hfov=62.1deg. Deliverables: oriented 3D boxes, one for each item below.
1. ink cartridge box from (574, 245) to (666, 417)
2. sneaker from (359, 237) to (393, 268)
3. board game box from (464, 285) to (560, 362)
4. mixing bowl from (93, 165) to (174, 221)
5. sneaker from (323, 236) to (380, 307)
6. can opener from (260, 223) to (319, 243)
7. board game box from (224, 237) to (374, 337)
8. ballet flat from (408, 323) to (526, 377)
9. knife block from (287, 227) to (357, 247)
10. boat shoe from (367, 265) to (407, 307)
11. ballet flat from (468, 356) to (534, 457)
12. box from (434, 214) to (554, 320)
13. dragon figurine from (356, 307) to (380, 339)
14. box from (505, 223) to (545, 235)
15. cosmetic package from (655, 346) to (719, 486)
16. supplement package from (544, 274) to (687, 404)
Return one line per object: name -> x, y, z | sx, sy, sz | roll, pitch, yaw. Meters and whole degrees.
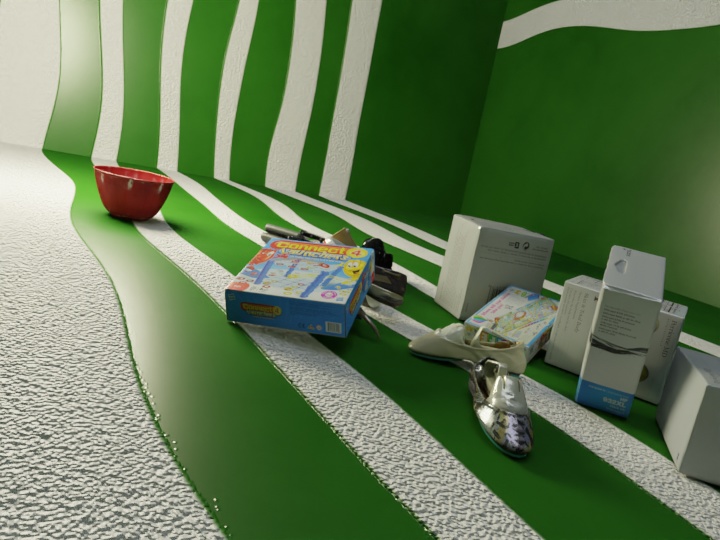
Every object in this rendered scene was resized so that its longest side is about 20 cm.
ink cartridge box -> 0.394, 0.089, 0.907 | 0.081, 0.206, 0.145 | 15, 31, 22
sneaker -> 0.017, -0.028, 1.445 | 0.085, 0.078, 0.200 | 9, -13, 17
board game box -> 0.303, 0.097, 1.149 | 0.132, 0.035, 0.198 | 20, 32, 34
mixing bowl -> -0.577, -0.191, 1.510 | 0.193, 0.112, 0.200 | 12, 10, -2
sneaker -> -0.028, 0.020, 1.239 | 0.076, 0.083, 0.201 | 23, 22, -50
can opener -> -0.167, -0.067, 1.571 | 0.194, 0.055, 0.067 | 17, -20, 23
board game box -> -0.090, 0.020, 0.966 | 0.193, 0.058, 0.197 | 6, 28, 12
ballet flat -> 0.176, 0.119, 0.969 | 0.193, 0.072, 0.070 | 12, 11, -2
knife block -> -0.078, -0.008, 1.333 | 0.173, 0.204, 0.064 | -32, 1, 5
boat shoe -> 0.000, 0.000, 1.137 | 0.195, 0.075, 0.075 | 26, -10, 1
ballet flat -> 0.178, 0.160, 0.767 | 0.069, 0.075, 0.201 | 12, 12, -2
box -> 0.289, 0.002, 1.310 | 0.192, 0.207, 0.131 | 7, 12, -21
dragon figurine -> -0.026, 0.057, 1.058 | 0.195, 0.061, 0.098 | 18, 13, 30
box -> 0.610, -0.111, 2.420 | 0.195, 0.128, 0.197 | 20, 15, 39
cosmetic package -> 0.520, 0.206, 0.790 | 0.194, 0.127, 0.199 | 14, 11, 17
supplement package -> 0.461, 0.115, 1.077 | 0.195, 0.157, 0.149 | 19, 13, 30
